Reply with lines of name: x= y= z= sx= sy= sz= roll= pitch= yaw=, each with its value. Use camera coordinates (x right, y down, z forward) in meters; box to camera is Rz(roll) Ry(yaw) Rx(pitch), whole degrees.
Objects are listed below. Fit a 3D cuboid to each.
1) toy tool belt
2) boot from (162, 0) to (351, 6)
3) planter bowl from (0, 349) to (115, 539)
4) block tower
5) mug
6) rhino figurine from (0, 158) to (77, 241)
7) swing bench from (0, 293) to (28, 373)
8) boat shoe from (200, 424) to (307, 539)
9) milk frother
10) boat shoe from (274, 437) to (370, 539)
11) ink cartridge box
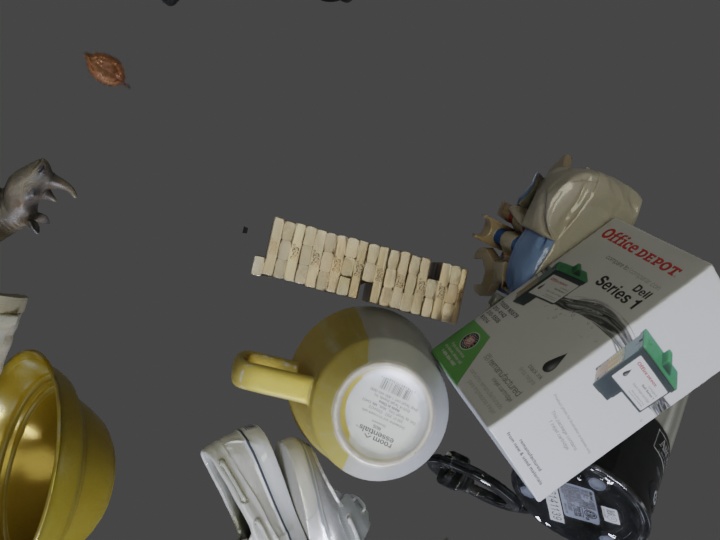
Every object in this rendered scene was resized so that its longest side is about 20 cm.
toy tool belt: x=0.163 y=-0.010 z=0.764 sx=0.124 sy=0.123 sz=0.202 roll=27 pitch=100 yaw=-20
boot: x=-0.115 y=-0.286 z=0.732 sx=0.158 sy=0.079 sz=0.211 roll=-42 pitch=84 yaw=-11
planter bowl: x=-0.267 y=0.175 z=0.698 sx=0.083 sy=0.199 sz=0.203 roll=21 pitch=88 yaw=-41
block tower: x=0.000 y=0.000 z=0.762 sx=0.197 sy=0.054 sz=0.059 roll=13 pitch=88 yaw=-7
mug: x=-0.006 y=0.117 z=0.713 sx=0.184 sy=0.153 sz=0.151 roll=-19 pitch=93 yaw=-5
rhino figurine: x=-0.351 y=-0.064 z=0.721 sx=0.197 sy=0.060 sz=0.089 roll=-2 pitch=101 yaw=-8
swing bench: x=-0.410 y=0.087 z=0.664 sx=0.197 sy=0.130 sz=0.202 roll=17 pitch=87 yaw=6
boat shoe: x=-0.088 y=0.243 z=0.733 sx=0.065 sy=0.074 sz=0.202 roll=-17 pitch=75 yaw=-27
milk frother: x=0.184 y=0.137 z=0.750 sx=0.198 sy=0.182 sz=0.189 roll=21 pitch=50 yaw=22
boat shoe: x=-0.022 y=0.245 z=0.758 sx=0.068 sy=0.072 sz=0.203 roll=-19 pitch=86 yaw=-26
ink cartridge box: x=0.174 y=0.060 z=0.645 sx=0.199 sy=0.146 sz=0.085 roll=-36 pitch=112 yaw=0
